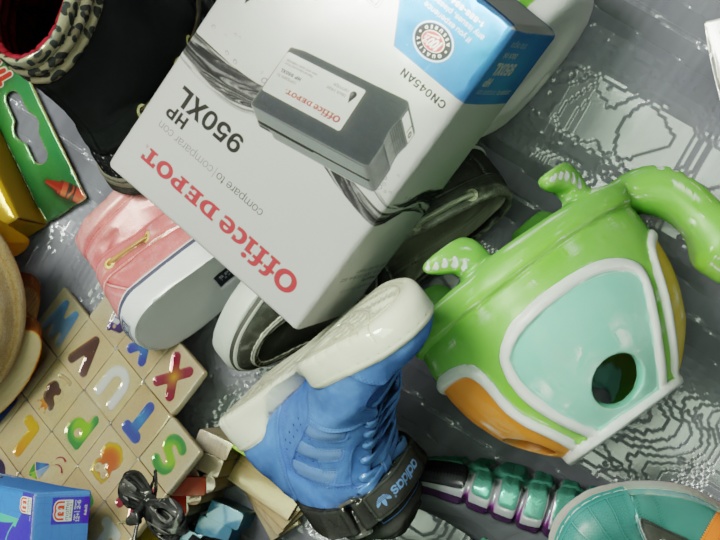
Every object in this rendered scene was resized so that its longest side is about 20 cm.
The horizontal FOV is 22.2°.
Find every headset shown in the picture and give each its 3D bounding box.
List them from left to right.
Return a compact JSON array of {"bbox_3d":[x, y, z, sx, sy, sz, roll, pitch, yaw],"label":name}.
[{"bbox_3d":[-0.099,0.202,1.047,0.094,0.123,0.201,23,135,51],"label":"headset"}]

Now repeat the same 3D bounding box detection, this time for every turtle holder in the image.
[{"bbox_3d":[0.123,0.023,1.027,0.185,0.141,0.132,-29,78,-33],"label":"turtle holder"}]

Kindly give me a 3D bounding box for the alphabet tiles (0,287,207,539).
[{"bbox_3d":[-0.180,0.109,1.122,0.200,0.006,0.166,-51,54,8],"label":"alphabet tiles"}]

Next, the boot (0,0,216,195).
[{"bbox_3d":[-0.139,-0.165,1.062,0.073,0.154,0.205,0,67,24],"label":"boot"}]

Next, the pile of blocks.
[{"bbox_3d":[-0.086,0.134,1.103,0.199,0.062,0.082,-35,80,11],"label":"pile of blocks"}]

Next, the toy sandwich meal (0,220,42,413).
[{"bbox_3d":[-0.284,0.013,1.106,0.203,0.070,0.207,-1,119,-1],"label":"toy sandwich meal"}]

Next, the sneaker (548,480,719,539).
[{"bbox_3d":[0.197,0.170,0.973,0.199,0.080,0.072,19,105,-17],"label":"sneaker"}]

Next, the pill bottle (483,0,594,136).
[{"bbox_3d":[0.028,-0.180,1.062,0.200,0.111,0.111,43,98,13],"label":"pill bottle"}]

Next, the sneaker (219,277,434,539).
[{"bbox_3d":[0.007,0.084,0.989,0.111,0.077,0.200,48,142,-3],"label":"sneaker"}]

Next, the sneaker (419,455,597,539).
[{"bbox_3d":[0.107,0.163,1.048,0.198,0.074,0.088,11,95,14],"label":"sneaker"}]

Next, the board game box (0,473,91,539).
[{"bbox_3d":[-0.244,0.195,1.104,0.199,0.045,0.154,3,89,44],"label":"board game box"}]

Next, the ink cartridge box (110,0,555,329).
[{"bbox_3d":[-0.017,-0.091,0.982,0.144,0.084,0.201,40,108,12],"label":"ink cartridge box"}]

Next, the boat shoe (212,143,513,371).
[{"bbox_3d":[0.000,0.000,1.075,0.200,0.071,0.064,-41,60,8],"label":"boat shoe"}]

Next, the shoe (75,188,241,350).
[{"bbox_3d":[-0.075,-0.044,1.102,0.199,0.072,0.091,-35,57,-5],"label":"shoe"}]

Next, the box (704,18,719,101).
[{"bbox_3d":[0.294,-0.103,0.989,0.198,0.112,0.102,-15,84,15],"label":"box"}]

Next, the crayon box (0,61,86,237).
[{"bbox_3d":[-0.288,-0.053,1.169,0.199,0.051,0.128,-30,80,11],"label":"crayon box"}]
